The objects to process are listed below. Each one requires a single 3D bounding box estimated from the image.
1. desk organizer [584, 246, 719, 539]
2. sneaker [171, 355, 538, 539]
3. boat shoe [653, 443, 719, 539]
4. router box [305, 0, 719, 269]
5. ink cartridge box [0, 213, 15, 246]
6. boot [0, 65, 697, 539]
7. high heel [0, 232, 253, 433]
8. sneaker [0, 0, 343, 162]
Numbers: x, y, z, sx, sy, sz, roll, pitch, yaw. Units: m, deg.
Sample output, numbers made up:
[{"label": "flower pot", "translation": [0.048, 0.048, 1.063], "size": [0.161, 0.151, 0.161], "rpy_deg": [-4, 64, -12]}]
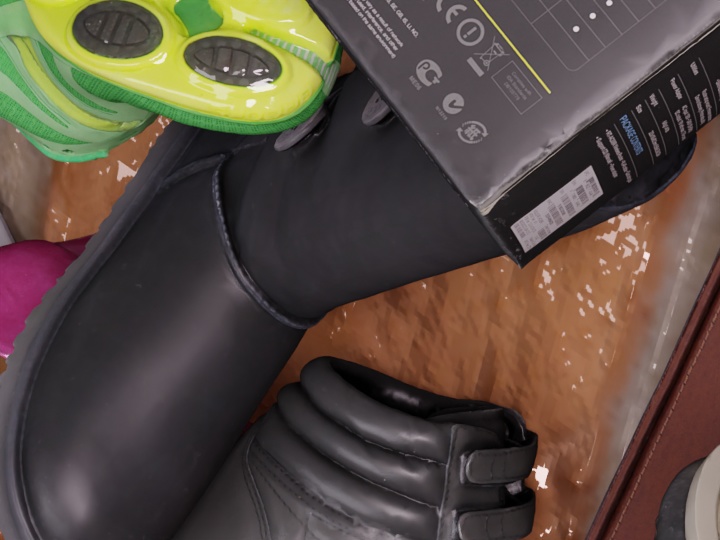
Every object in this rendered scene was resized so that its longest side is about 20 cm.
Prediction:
[{"label": "desk organizer", "translation": [0.122, 0.034, 0.721], "size": [0.077, 0.072, 0.200], "rpy_deg": [39, 130, 23]}, {"label": "sneaker", "translation": [0.040, 0.098, 0.826], "size": [0.200, 0.071, 0.099], "rpy_deg": [33, 100, 7]}, {"label": "boat shoe", "translation": [0.132, 0.106, 0.675], "size": [0.200, 0.072, 0.068], "rpy_deg": [36, 141, -27]}, {"label": "router box", "translation": [0.033, -0.124, 0.682], "size": [0.150, 0.062, 0.200], "rpy_deg": [-38, 72, 2]}, {"label": "ink cartridge box", "translation": [-0.193, 0.010, 1.039], "size": [0.200, 0.043, 0.197], "rpy_deg": [-31, 85, 45]}, {"label": "boot", "translation": [0.000, -0.001, 0.771], "size": [0.200, 0.165, 0.066], "rpy_deg": [-15, 135, 45]}, {"label": "high heel", "translation": [-0.051, 0.072, 0.884], "size": [0.200, 0.096, 0.067], "rpy_deg": [58, 136, 10]}, {"label": "sneaker", "translation": [-0.065, -0.071, 0.788], "size": [0.200, 0.074, 0.084], "rpy_deg": [20, 158, 48]}]
